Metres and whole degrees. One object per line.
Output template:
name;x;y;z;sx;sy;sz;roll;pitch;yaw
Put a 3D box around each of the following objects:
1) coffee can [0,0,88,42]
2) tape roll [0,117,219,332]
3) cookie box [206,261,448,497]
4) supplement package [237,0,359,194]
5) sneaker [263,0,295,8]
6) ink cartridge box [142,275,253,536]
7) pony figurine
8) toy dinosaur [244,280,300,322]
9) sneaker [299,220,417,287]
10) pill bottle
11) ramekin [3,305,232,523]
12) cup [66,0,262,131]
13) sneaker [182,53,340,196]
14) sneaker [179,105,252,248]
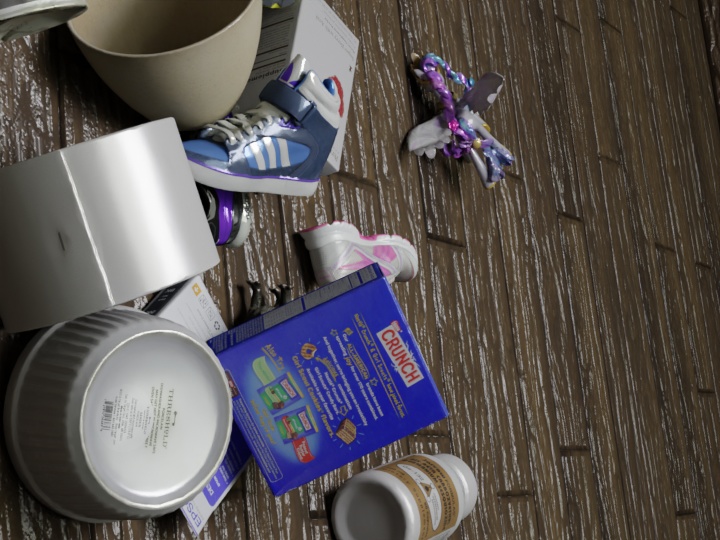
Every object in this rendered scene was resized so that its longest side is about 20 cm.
coffee can;-0.340;-0.310;1.214;0.146;0.146;0.201;-27;102;-58
tape roll;-0.240;-0.041;1.221;0.203;0.202;0.140;-30;104;-58
cookie box;-0.034;0.111;1.412;0.075;0.199;0.172;-113;178;-73
supplement package;-0.091;-0.213;1.610;0.121;0.119;0.201;43;45;-43
sneaker;-0.164;-0.352;1.565;0.199;0.075;0.085;16;22;-23
ink cartridge box;-0.180;0.136;1.402;0.199;0.043;0.200;65;31;-19
pony figurine;0.146;-0.217;2.001;0.200;0.166;0.193;51;7;-31
toy dinosaur;-0.094;0.071;1.560;0.200;0.077;0.103;37;63;-68
sneaker;0.000;0.000;1.726;0.200;0.081;0.089;12;69;-48
pill bottle;0.061;0.285;1.671;0.200;0.114;0.115;-7;85;-59
ramekin;-0.209;0.131;1.238;0.199;0.105;0.201;0;90;-40
cup;-0.189;-0.230;1.419;0.144;0.199;0.201;79;20;-47
sneaker;-0.106;-0.159;1.423;0.199;0.080;0.147;5;107;-42
sneaker;-0.178;-0.123;1.483;0.099;0.069;0.201;-2;78;-50
